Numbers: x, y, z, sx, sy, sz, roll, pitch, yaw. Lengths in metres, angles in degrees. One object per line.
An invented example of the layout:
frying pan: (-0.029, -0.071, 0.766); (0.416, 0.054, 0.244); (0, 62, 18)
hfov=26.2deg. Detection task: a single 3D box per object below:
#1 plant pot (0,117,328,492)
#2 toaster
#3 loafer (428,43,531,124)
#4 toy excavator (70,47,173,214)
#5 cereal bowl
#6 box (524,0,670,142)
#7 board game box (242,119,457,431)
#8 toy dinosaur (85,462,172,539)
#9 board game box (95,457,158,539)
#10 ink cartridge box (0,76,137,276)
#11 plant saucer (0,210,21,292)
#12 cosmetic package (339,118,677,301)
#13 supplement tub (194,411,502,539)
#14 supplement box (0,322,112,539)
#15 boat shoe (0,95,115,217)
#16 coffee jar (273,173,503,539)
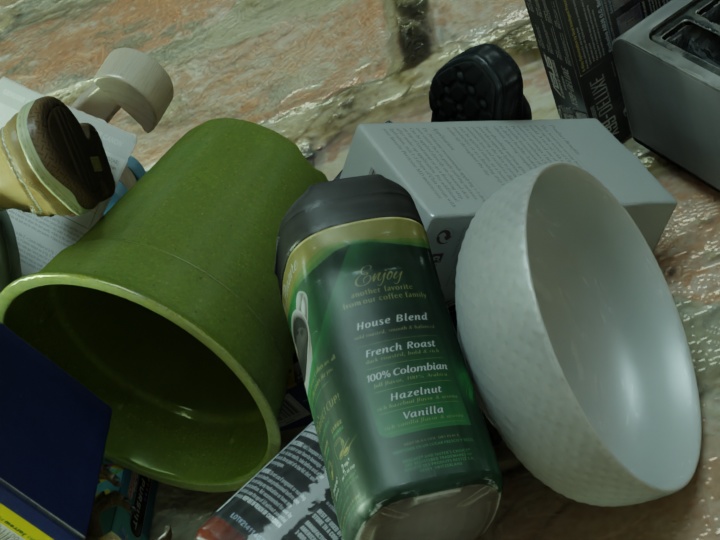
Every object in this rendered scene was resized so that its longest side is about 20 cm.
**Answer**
plant pot: (-0.106, 0.006, 1.007); (0.199, 0.201, 0.191); (0, 46, 32)
toaster: (0.293, -0.134, 1.047); (0.180, 0.119, 0.200); (-35, 38, -9)
loafer: (0.088, -0.112, 1.105); (0.070, 0.201, 0.068); (-35, 78, -13)
toy excavator: (-0.206, -0.072, 1.212); (0.193, 0.201, 0.100); (-4, 43, 28)
cereal bowl: (0.115, 0.044, 0.891); (0.083, 0.200, 0.201); (-24, 34, 30)
box: (0.198, -0.204, 1.120); (0.157, 0.201, 0.050); (-36, 44, -11)
board game box: (0.000, 0.000, 1.095); (0.199, 0.062, 0.201); (-25, 44, 21)
toy dinosaur: (-0.184, 0.169, 0.956); (0.199, 0.058, 0.101); (22, 59, 45)
board game box: (-0.217, 0.163, 1.070); (0.150, 0.047, 0.201); (-14, 39, 16)
ink cartridge box: (-0.243, -0.023, 1.133); (0.160, 0.050, 0.201); (24, 87, 34)
plant saucer: (-0.267, 0.005, 1.051); (0.050, 0.202, 0.200); (-6, 27, -28)
cosmetic package: (0.093, -0.042, 1.003); (0.199, 0.072, 0.102); (-5, 41, -32)
supplement tub: (0.005, 0.131, 0.924); (0.200, 0.107, 0.107); (-41, 39, -19)
supplement box: (-0.265, 0.138, 0.953); (0.199, 0.109, 0.109); (-33, 32, 26)
boat shoe: (-0.206, -0.059, 0.976); (0.076, 0.072, 0.200); (-17, -3, -1)
coffee jar: (0.011, 0.051, 0.847); (0.085, 0.105, 0.201); (-10, 61, -12)
